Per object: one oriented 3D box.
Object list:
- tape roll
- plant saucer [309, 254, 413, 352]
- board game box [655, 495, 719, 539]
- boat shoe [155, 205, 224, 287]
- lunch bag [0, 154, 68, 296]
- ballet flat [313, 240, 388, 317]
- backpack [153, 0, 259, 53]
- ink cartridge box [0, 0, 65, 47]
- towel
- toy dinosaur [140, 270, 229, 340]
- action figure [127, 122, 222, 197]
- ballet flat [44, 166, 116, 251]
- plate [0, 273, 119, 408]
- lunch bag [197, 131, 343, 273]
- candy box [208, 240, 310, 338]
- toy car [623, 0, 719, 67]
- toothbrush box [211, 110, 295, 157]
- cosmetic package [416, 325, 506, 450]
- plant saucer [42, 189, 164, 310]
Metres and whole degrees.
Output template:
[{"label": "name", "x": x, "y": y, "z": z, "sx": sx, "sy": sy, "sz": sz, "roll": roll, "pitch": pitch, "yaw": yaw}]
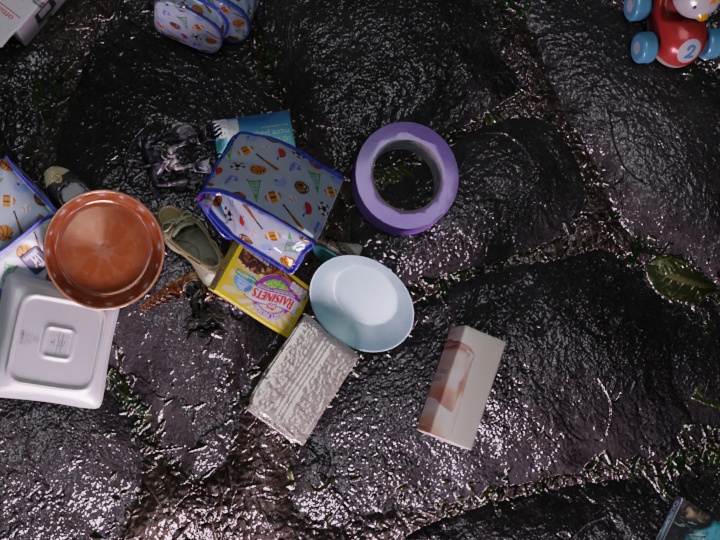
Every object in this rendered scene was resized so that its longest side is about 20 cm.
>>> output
[{"label": "tape roll", "x": 0.082, "y": -0.172, "z": 1.470, "sx": 0.196, "sy": 0.066, "sz": 0.205, "roll": 1, "pitch": 83, "yaw": -8}, {"label": "plant saucer", "x": 0.006, "y": 0.052, "z": 1.395, "sx": 0.200, "sy": 0.202, "sz": 0.039, "roll": 36, "pitch": 38, "yaw": -2}, {"label": "board game box", "x": 0.611, "y": 0.551, "z": 1.471, "sx": 0.134, "sy": 0.028, "sz": 0.202, "roll": 32, "pitch": 79, "yaw": -4}, {"label": "boat shoe", "x": -0.296, "y": -0.054, "z": 1.368, "sx": 0.072, "sy": 0.064, "sz": 0.201, "roll": -31, "pitch": 62, "yaw": -18}, {"label": "lunch bag", "x": -0.592, "y": -0.065, "z": 1.330, "sx": 0.170, "sy": 0.124, "sz": 0.201, "roll": -42, "pitch": 106, "yaw": -12}, {"label": "ballet flat", "x": 0.000, "y": 0.000, "z": 1.441, "sx": 0.200, "sy": 0.068, "sz": 0.076, "roll": 44, "pitch": 62, "yaw": -7}, {"label": "backpack", "x": -0.278, "y": -0.487, "z": 1.402, "sx": 0.187, "sy": 0.200, "sz": 0.157, "roll": 13, "pitch": 85, "yaw": -13}, {"label": "ink cartridge box", "x": -0.618, "y": -0.495, "z": 1.407, "sx": 0.115, "sy": 0.067, "sz": 0.201, "roll": 36, "pitch": 78, "yaw": -3}, {"label": "towel", "x": -0.104, "y": 0.198, "z": 1.403, "sx": 0.132, "sy": 0.034, "sz": 0.202, "roll": 37, "pitch": 79, "yaw": -11}, {"label": "toy dinosaur", "x": -0.282, "y": 0.046, "z": 1.388, "sx": 0.197, "sy": 0.102, "sz": 0.138, "roll": -21, "pitch": 70, "yaw": 7}, {"label": "action figure", "x": -0.321, "y": -0.198, "z": 1.388, "sx": 0.101, "sy": 0.197, "sz": 0.122, "roll": -19, "pitch": 102, "yaw": -51}, {"label": "ballet flat", "x": -0.484, "y": -0.108, "z": 1.380, "sx": 0.066, "sy": 0.057, "sz": 0.200, "roll": -42, "pitch": 90, "yaw": -12}, {"label": "plate", "x": -0.513, "y": 0.122, "z": 1.318, "sx": 0.197, "sy": 0.032, "sz": 0.204, "roll": 15, "pitch": 80, "yaw": -33}, {"label": "lunch bag", "x": -0.153, "y": -0.122, "z": 1.286, "sx": 0.198, "sy": 0.124, "sz": 0.172, "roll": 31, "pitch": 47, "yaw": -12}, {"label": "candy box", "x": -0.169, "y": 0.032, "z": 1.364, "sx": 0.199, "sy": 0.026, "sz": 0.103, "roll": 39, "pitch": 77, "yaw": -44}, {"label": "toy car", "x": 0.651, "y": -0.515, "z": 1.532, "sx": 0.180, "sy": 0.200, "sz": 0.181, "roll": -6, "pitch": 83, "yaw": -9}, {"label": "toothbrush box", "x": -0.184, "y": -0.173, "z": 1.420, "sx": 0.143, "sy": 0.085, "sz": 0.204, "roll": -9, "pitch": 85, "yaw": -10}, {"label": "cosmetic package", "x": 0.181, "y": 0.210, "z": 1.415, "sx": 0.086, "sy": 0.103, "sz": 0.203, "roll": 22, "pitch": 79, "yaw": -6}, {"label": "plant saucer", "x": -0.435, "y": -0.036, "z": 1.330, "sx": 0.196, "sy": 0.032, "sz": 0.205, "roll": -3, "pitch": 98, "yaw": -22}]
